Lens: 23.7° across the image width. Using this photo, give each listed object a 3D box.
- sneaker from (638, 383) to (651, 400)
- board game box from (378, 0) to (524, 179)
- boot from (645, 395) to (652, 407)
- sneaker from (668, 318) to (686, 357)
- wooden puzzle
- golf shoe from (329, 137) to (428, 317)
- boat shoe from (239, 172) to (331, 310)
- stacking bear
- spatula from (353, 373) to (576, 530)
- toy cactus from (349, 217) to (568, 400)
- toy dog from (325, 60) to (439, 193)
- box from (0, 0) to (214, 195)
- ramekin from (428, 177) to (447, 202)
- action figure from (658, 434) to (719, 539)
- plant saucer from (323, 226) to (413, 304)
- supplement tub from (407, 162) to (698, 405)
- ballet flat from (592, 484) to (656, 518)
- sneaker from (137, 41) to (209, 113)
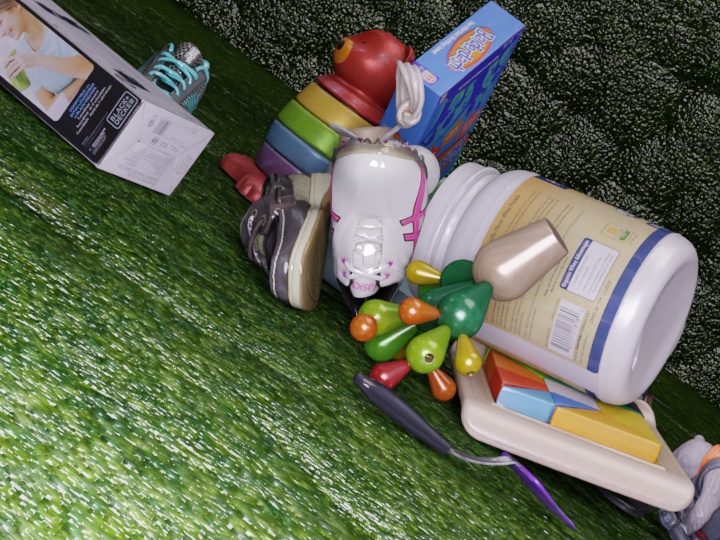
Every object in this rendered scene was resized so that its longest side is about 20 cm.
[{"bbox_3d":[0.213,0.082,1.471,0.077,0.201,0.076,16,31,9],"label":"sneaker"},{"bbox_3d":[0.064,-0.136,1.583,0.045,0.200,0.152,38,48,11],"label":"board game box"},{"bbox_3d":[0.212,0.117,1.707,0.146,0.070,0.200,31,5,3],"label":"boot"},{"bbox_3d":[0.200,0.065,1.547,0.084,0.200,0.075,33,46,-26],"label":"sneaker"},{"bbox_3d":[0.162,0.109,1.337,0.184,0.037,0.200,21,14,-4],"label":"wooden puzzle"},{"bbox_3d":[0.014,-0.028,1.285,0.072,0.092,0.200,2,-26,3],"label":"golf shoe"},{"bbox_3d":[-0.057,-0.025,1.280,0.066,0.072,0.201,5,22,2],"label":"boat shoe"},{"bbox_3d":[-0.024,-0.140,1.625,0.114,0.200,0.121,33,7,-24],"label":"stacking bear"},{"bbox_3d":[0.070,0.117,1.117,0.200,0.021,0.057,32,2,-28],"label":"spatula"},{"bbox_3d":[0.077,0.027,1.231,0.102,0.165,0.200,57,13,2],"label":"toy cactus"},{"bbox_3d":[-0.001,-0.080,1.434,0.200,0.096,0.132,111,-31,-68],"label":"toy dog"},{"bbox_3d":[-0.218,-0.146,1.283,0.200,0.060,0.117,40,7,21],"label":"box"},{"bbox_3d":[0.067,-0.051,1.792,0.199,0.098,0.200,24,3,-1],"label":"ramekin"},{"bbox_3d":[0.339,0.220,1.469,0.194,0.105,0.200,49,12,18],"label":"action figure"},{"bbox_3d":[0.000,0.000,1.494,0.201,0.039,0.201,36,6,-4],"label":"plant saucer"},{"bbox_3d":[0.152,0.006,1.365,0.200,0.145,0.144,25,2,23],"label":"supplement tub"},{"bbox_3d":[0.178,0.128,1.442,0.200,0.057,0.066,39,9,19],"label":"ballet flat"},{"bbox_3d":[-0.171,-0.156,1.456,0.077,0.091,0.200,35,7,-7],"label":"sneaker"}]
